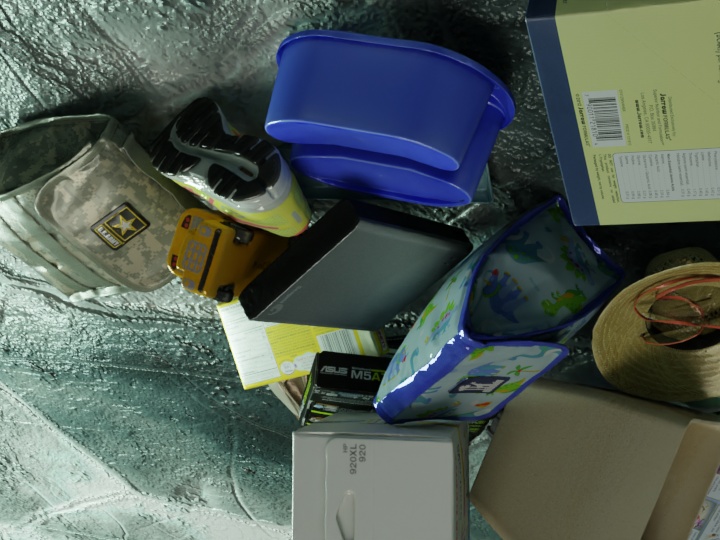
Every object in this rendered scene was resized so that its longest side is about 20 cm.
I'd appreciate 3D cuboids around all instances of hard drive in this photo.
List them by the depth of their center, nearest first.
[{"bbox_3d":[0.000,0.000,0.972,0.139,0.033,0.200,-41,154,23],"label":"hard drive"}]

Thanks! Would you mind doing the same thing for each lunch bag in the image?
[{"bbox_3d":[0.114,0.050,0.962,0.128,0.200,0.170,51,141,10],"label":"lunch bag"},{"bbox_3d":[-0.251,-0.061,1.026,0.199,0.118,0.164,-8,140,36],"label":"lunch bag"}]

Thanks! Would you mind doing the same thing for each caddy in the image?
[{"bbox_3d":[0.021,-0.129,0.856,0.199,0.106,0.141,12,165,18],"label":"caddy"}]

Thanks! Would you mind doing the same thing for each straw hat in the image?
[{"bbox_3d":[0.297,0.027,0.972,0.200,0.085,0.202,-1,139,0],"label":"straw hat"}]

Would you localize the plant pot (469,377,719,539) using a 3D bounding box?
[{"bbox_3d":[0.226,0.202,1.053,0.176,0.201,0.200,24,-176,30],"label":"plant pot"}]

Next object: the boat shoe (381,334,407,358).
[{"bbox_3d":[0.088,0.083,1.147,0.199,0.063,0.075,0,157,14],"label":"boat shoe"}]

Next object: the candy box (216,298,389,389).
[{"bbox_3d":[-0.066,0.062,1.160,0.199,0.026,0.103,-16,90,37],"label":"candy box"}]

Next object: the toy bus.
[{"bbox_3d":[-0.110,-0.016,0.986,0.078,0.065,0.200,22,-172,20],"label":"toy bus"}]

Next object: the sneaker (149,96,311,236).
[{"bbox_3d":[-0.111,-0.081,0.931,0.200,0.078,0.090,39,175,47],"label":"sneaker"}]

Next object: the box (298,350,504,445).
[{"bbox_3d":[0.038,0.145,1.163,0.199,0.048,0.193,6,158,-5],"label":"box"}]

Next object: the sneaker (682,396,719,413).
[{"bbox_3d":[0.366,0.083,1.032,0.118,0.074,0.200,31,144,-31],"label":"sneaker"}]

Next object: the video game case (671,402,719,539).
[{"bbox_3d":[0.374,0.245,1.197,0.180,0.045,0.201,20,113,-5],"label":"video game case"}]

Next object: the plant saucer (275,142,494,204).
[{"bbox_3d":[0.021,-0.091,0.980,0.199,0.019,0.070,2,142,17],"label":"plant saucer"}]

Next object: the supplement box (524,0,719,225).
[{"bbox_3d":[0.234,-0.146,0.726,0.199,0.135,0.200,-1,141,22],"label":"supplement box"}]

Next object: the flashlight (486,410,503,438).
[{"bbox_3d":[0.228,0.224,1.191,0.200,0.068,0.068,44,163,31],"label":"flashlight"}]

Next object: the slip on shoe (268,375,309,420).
[{"bbox_3d":[-0.034,0.164,1.298,0.060,0.076,0.200,-11,129,35],"label":"slip on shoe"}]

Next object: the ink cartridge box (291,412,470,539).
[{"bbox_3d":[0.025,0.214,1.007,0.144,0.148,0.200,-1,178,10],"label":"ink cartridge box"}]
